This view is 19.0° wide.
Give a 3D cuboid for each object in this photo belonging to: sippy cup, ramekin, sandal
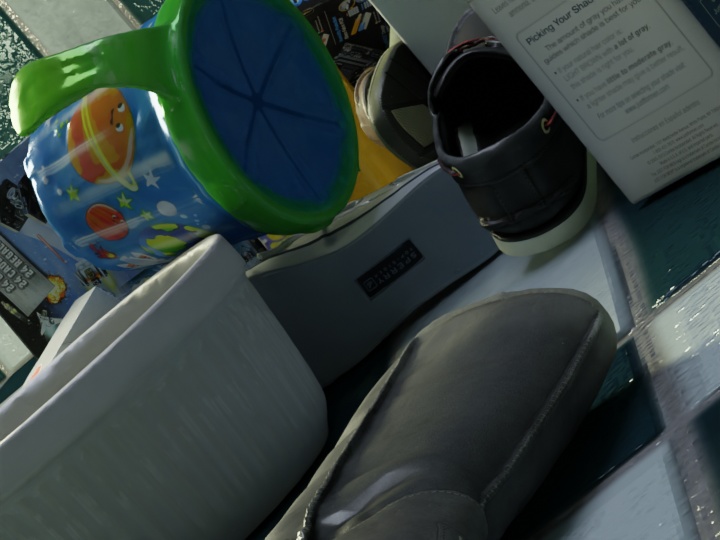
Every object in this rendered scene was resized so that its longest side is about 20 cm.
[{"bbox_3d":[-0.091,-0.063,1.072,0.130,0.178,0.140,-24,29,33],"label":"sippy cup"},{"bbox_3d":[-0.106,0.086,0.996,0.200,0.105,0.200,-41,7,6],"label":"ramekin"},{"bbox_3d":[0.031,-0.094,1.209,0.057,0.080,0.201,-39,12,16],"label":"sandal"}]

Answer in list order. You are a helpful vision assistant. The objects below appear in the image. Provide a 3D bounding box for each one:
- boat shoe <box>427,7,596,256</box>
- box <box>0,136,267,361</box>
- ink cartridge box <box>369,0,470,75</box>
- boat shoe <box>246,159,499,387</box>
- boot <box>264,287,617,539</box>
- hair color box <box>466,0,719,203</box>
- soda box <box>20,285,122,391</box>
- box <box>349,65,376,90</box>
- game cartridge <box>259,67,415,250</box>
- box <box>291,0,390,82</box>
[{"bbox_3d":[0.071,-0.086,1.033,0.074,0.063,0.202,-26,29,14],"label":"boat shoe"},{"bbox_3d":[-0.127,0.006,1.207,0.137,0.200,0.040,-39,2,6],"label":"box"},{"bbox_3d":[0.104,-0.160,1.219,0.084,0.146,0.200,-37,7,31],"label":"ink cartridge box"},{"bbox_3d":[-0.002,-0.004,1.122,0.202,0.075,0.086,-36,8,15],"label":"boat shoe"},{"bbox_3d":[-0.013,0.085,0.645,0.181,0.073,0.200,-24,19,20],"label":"boot"},{"bbox_3d":[0.094,-0.134,0.884,0.061,0.200,0.100,-46,9,-36],"label":"hair color box"},{"bbox_3d":[-0.168,0.110,1.127,0.200,0.063,0.068,-61,12,-16],"label":"soda box"},{"bbox_3d":[0.021,-0.086,1.353,0.200,0.050,0.158,-30,20,6],"label":"box"},{"bbox_3d":[-0.069,-0.029,1.267,0.200,0.176,0.032,-41,-24,8],"label":"game cartridge"},{"bbox_3d":[0.000,-0.156,1.426,0.198,0.050,0.200,-26,-24,-1],"label":"box"}]
